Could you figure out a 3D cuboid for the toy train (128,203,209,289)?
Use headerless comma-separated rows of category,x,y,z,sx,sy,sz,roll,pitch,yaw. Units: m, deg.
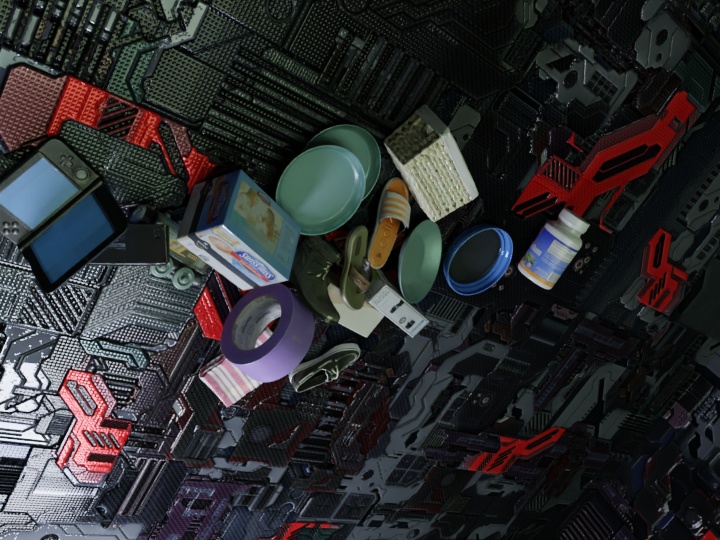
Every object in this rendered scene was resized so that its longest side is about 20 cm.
toy train,-0.379,-0.048,1.293,0.199,0.085,0.115,35,89,-38

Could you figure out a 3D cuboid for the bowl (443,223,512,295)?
bowl,0.303,-0.031,1.708,0.197,0.039,0.204,-15,128,-19

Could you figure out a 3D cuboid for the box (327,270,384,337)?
box,-0.043,0.072,1.553,0.199,0.095,0.078,31,105,-42

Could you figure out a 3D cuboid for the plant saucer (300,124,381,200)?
plant saucer,-0.050,-0.215,1.388,0.197,0.027,0.203,-15,127,-20

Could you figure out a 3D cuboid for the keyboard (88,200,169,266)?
keyboard,-0.446,-0.073,1.211,0.195,0.021,0.130,1,99,6

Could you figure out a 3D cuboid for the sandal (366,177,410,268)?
sandal,0.075,-0.102,1.473,0.078,0.059,0.211,18,86,-36

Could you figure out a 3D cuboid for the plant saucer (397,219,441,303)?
plant saucer,0.133,-0.025,1.580,0.200,0.038,0.205,-31,128,-49

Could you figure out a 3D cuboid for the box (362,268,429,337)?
box,0.074,0.067,1.597,0.060,0.117,0.199,-42,131,9

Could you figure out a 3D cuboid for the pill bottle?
pill bottle,0.519,-0.061,1.759,0.111,0.112,0.202,17,112,-36

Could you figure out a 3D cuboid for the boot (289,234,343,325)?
boot,-0.083,0.007,1.421,0.131,0.201,0.067,-46,158,15

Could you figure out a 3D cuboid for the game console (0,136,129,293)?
game console,-0.536,-0.095,1.141,0.199,0.119,0.171,-39,133,1

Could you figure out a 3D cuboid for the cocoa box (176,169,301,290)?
cocoa box,-0.231,-0.074,1.286,0.129,0.136,0.200,-11,143,32

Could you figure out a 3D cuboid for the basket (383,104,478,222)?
basket,0.150,-0.226,1.423,0.122,0.136,0.201,-33,133,2

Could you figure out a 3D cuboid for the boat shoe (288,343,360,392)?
boat shoe,-0.083,0.253,1.679,0.197,0.064,0.072,-24,131,-12

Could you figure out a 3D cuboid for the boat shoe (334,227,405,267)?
boat shoe,0.022,-0.054,1.520,0.196,0.063,0.072,-13,126,-22

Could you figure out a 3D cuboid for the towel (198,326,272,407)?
towel,-0.272,0.235,1.584,0.198,0.030,0.147,-33,133,-5

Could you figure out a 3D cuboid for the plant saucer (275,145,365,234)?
plant saucer,-0.084,-0.168,1.357,0.197,0.027,0.203,-16,129,-20

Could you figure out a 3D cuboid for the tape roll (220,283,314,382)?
tape roll,-0.203,0.134,1.435,0.199,0.201,0.085,-41,132,4

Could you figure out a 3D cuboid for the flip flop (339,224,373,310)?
flip flop,0.000,0.000,1.447,0.081,0.057,0.204,-29,132,-53
